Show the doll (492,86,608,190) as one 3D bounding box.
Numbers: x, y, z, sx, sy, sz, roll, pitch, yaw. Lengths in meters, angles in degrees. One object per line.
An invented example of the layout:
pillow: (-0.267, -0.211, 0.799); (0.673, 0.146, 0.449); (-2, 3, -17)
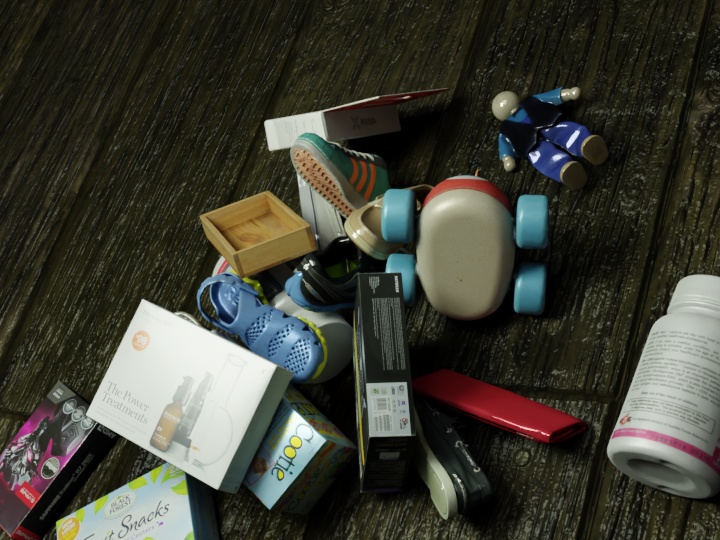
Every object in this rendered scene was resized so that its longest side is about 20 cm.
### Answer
doll: (0.230, -0.176, 1.536); (0.137, 0.048, 0.200); (-51, 39, 5)

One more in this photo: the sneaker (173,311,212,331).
sneaker: (-0.172, 0.139, 1.575); (0.075, 0.106, 0.200); (-36, 75, 7)

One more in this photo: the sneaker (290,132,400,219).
sneaker: (-0.016, -0.127, 1.561); (0.071, 0.200, 0.080); (14, 69, 39)

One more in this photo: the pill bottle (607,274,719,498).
pill bottle: (0.329, 0.113, 1.215); (0.113, 0.113, 0.200); (9, 64, 38)

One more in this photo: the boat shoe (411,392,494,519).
boat shoe: (0.094, 0.194, 1.349); (0.066, 0.075, 0.199); (-11, 25, -10)

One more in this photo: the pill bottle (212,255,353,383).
pill bottle: (-0.094, 0.052, 1.543); (0.120, 0.120, 0.200); (-45, 45, -2)

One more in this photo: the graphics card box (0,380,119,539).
graphics card box: (-0.428, 0.262, 1.668); (0.125, 0.051, 0.200); (28, 76, 44)

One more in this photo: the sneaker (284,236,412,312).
sneaker: (0.000, 0.000, 1.485); (0.071, 0.199, 0.083); (48, 127, 29)

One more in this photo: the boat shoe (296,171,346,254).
boat shoe: (-0.047, -0.094, 1.664); (0.070, 0.071, 0.200); (-7, 46, -3)

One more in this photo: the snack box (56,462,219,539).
snack box: (-0.269, 0.345, 1.487); (0.200, 0.068, 0.169); (-28, 48, 14)

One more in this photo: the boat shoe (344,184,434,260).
boat shoe: (0.042, -0.068, 1.495); (0.071, 0.200, 0.065); (45, 115, 4)

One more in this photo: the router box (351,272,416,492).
router box: (0.023, 0.126, 1.368); (0.052, 0.157, 0.200); (-1, 59, -4)

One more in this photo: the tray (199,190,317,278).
tray: (-0.130, -0.047, 1.528); (0.099, 0.037, 0.200); (-22, 21, -12)

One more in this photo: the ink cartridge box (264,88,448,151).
ink cartridge box: (0.001, -0.199, 1.618); (0.176, 0.200, 0.045); (-7, 96, 32)

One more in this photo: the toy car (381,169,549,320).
toy car: (0.130, -0.061, 1.447); (0.184, 0.177, 0.200); (3, 36, 9)

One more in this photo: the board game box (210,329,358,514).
board game box: (-0.117, 0.178, 1.431); (0.200, 0.103, 0.105); (41, 94, 26)

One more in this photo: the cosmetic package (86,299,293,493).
cosmetic package: (-0.195, 0.140, 1.388); (0.200, 0.052, 0.151); (23, 83, 26)

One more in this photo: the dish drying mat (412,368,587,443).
dish drying mat: (0.146, 0.149, 1.351); (0.200, 0.077, 0.018); (16, 111, 41)

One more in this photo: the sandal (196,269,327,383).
sandal: (-0.123, 0.065, 1.430); (0.200, 0.087, 0.080); (34, 101, 31)
